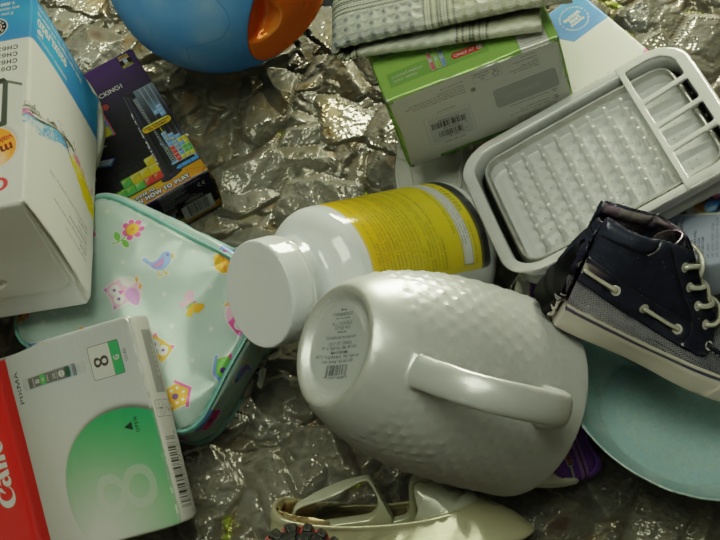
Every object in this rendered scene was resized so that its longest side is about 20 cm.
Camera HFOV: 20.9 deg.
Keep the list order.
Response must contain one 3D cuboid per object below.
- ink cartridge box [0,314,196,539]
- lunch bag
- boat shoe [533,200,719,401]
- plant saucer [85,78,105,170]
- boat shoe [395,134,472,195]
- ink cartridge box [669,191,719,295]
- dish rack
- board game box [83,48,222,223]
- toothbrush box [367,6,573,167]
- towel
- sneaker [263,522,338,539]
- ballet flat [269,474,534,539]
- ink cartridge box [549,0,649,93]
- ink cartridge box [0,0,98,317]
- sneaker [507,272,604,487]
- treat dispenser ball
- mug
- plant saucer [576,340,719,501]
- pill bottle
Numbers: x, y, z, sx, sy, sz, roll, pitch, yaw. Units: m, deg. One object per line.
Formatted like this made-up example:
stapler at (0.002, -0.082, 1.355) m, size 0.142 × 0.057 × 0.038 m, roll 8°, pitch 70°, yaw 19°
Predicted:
ink cartridge box at (-0.238, 0.137, 1.487) m, size 0.199 × 0.050 × 0.162 m, roll -16°, pitch 85°, yaw 11°
lunch bag at (-0.160, 0.036, 1.552) m, size 0.199 × 0.077 × 0.161 m, roll 28°, pitch 82°, yaw 20°
boat shoe at (0.231, 0.024, 1.392) m, size 0.199 × 0.093 × 0.075 m, roll 21°, pitch 27°, yaw -14°
plant saucer at (-0.304, -0.090, 1.638) m, size 0.199 × 0.050 × 0.201 m, roll -7°, pitch 57°, yaw 11°
boat shoe at (0.063, -0.116, 1.627) m, size 0.071 × 0.066 × 0.201 m, roll -1°, pitch 57°, yaw 12°
ink cartridge box at (0.269, -0.036, 1.456) m, size 0.199 × 0.042 × 0.120 m, roll -12°, pitch 43°, yaw 24°
dish rack at (0.187, -0.074, 1.485) m, size 0.199 × 0.044 × 0.172 m, roll -28°, pitch 39°, yaw 6°
board game box at (-0.244, -0.079, 1.681) m, size 0.199 × 0.057 × 0.166 m, roll -30°, pitch 57°, yaw -7°
toothbrush box at (0.072, -0.201, 1.591) m, size 0.145 × 0.086 × 0.201 m, roll -21°, pitch 51°, yaw 2°
towel at (0.074, -0.252, 1.560) m, size 0.199 × 0.035 × 0.193 m, roll -11°, pitch 47°, yaw 13°
sneaker at (0.009, 0.262, 1.400) m, size 0.200 × 0.082 × 0.078 m, roll 35°, pitch 50°, yaw 14°
ballet flat at (0.026, 0.181, 1.437) m, size 0.199 × 0.070 × 0.070 m, roll -8°, pitch 56°, yaw 8°
ink cartridge box at (0.204, -0.123, 1.598) m, size 0.116 × 0.067 × 0.200 m, roll -38°, pitch 58°, yaw -11°
ink cartridge box at (-0.297, -0.081, 1.512) m, size 0.146 × 0.145 × 0.201 m, roll -10°, pitch 57°, yaw 10°
sneaker at (0.150, 0.073, 1.495) m, size 0.083 × 0.081 × 0.201 m, roll 1°, pitch 65°, yaw -5°
treat dispenser ball at (-0.124, -0.273, 1.690) m, size 0.200 × 0.201 × 0.202 m, roll -6°, pitch 57°, yaw 9°
mug at (0.064, 0.076, 1.365) m, size 0.200 × 0.175 × 0.149 m, roll 14°, pitch 87°, yaw 55°
plant saucer at (0.240, 0.101, 1.438) m, size 0.200 × 0.039 × 0.202 m, roll 8°, pitch 44°, yaw -8°
pill bottle at (0.000, 0.000, 1.489) m, size 0.199 × 0.112 × 0.112 m, roll -13°, pitch 46°, yaw -40°
